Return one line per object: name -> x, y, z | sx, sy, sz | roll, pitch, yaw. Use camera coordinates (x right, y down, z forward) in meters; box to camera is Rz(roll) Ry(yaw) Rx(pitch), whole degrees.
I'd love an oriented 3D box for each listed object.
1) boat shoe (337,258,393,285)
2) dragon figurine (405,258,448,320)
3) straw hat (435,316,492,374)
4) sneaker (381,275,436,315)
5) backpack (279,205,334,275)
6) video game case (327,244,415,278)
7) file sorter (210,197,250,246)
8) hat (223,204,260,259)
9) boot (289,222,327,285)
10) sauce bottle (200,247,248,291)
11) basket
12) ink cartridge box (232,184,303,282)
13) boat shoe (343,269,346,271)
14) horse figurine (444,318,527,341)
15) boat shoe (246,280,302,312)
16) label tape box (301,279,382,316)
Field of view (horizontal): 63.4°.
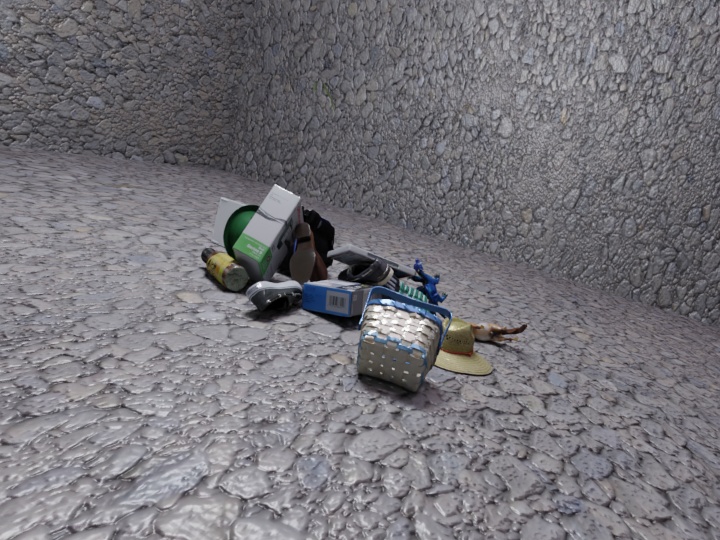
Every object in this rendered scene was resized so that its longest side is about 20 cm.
boat shoe -> 0.000, 0.000, 1.461 | 0.063, 0.073, 0.198 | 46, -29, -26
dragon figurine -> 0.180, 0.066, 1.554 | 0.058, 0.205, 0.098 | -18, -1, 43
straw hat -> 0.212, 0.152, 1.297 | 0.195, 0.087, 0.201 | 14, 11, -3
sneaker -> 0.106, 0.083, 1.498 | 0.199, 0.075, 0.087 | 39, -40, -17
backpack -> -0.162, -0.077, 1.709 | 0.151, 0.206, 0.188 | 10, 1, 39
video game case -> 0.026, -0.018, 1.511 | 0.196, 0.018, 0.142 | 21, -15, -24
file sorter -> -0.337, -0.128, 1.806 | 0.196, 0.143, 0.124 | 20, 9, 25
hat -> -0.259, -0.083, 1.562 | 0.173, 0.171, 0.197 | 13, 17, 41
boot -> -0.125, 0.008, 1.501 | 0.062, 0.202, 0.190 | -3, 53, 8
sauce bottle -> -0.339, -0.009, 1.427 | 0.063, 0.067, 0.199 | 6, 13, -35
basket -> 0.074, 0.116, 1.106 | 0.172, 0.142, 0.202 | 17, 42, 12
ink cartridge box -> -0.224, -0.086, 1.450 | 0.082, 0.203, 0.147 | 26, -23, 9
boat shoe -> 0.041, 0.039, 1.567 | 0.196, 0.076, 0.065 | 9, 41, 11
horse figurine -> 0.320, 0.154, 1.488 | 0.194, 0.052, 0.133 | 5, -5, -7
boat shoe -> -0.183, 0.065, 1.300 | 0.057, 0.068, 0.199 | 55, 18, 16
label tape box -> -0.029, 0.062, 1.417 | 0.141, 0.065, 0.198 | 8, 7, 31
